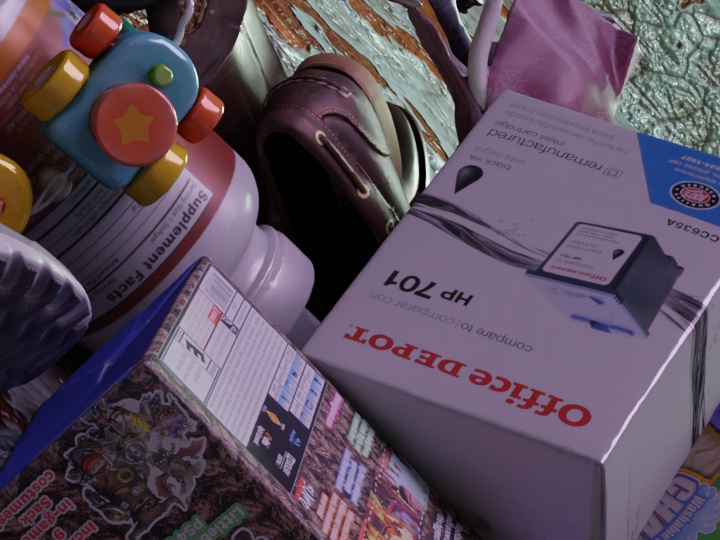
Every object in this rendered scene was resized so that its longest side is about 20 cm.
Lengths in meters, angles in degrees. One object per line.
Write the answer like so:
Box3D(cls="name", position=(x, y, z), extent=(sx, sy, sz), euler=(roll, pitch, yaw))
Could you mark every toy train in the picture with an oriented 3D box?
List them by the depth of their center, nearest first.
Box3D(cls="toy train", position=(-0.149, -0.079, 1.108), extent=(0.056, 0.200, 0.150), euler=(-151, -130, -70))

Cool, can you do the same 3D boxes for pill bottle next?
Box3D(cls="pill bottle", position=(-0.118, -0.035, 1.218), extent=(0.200, 0.112, 0.112), euler=(42, 14, -22))

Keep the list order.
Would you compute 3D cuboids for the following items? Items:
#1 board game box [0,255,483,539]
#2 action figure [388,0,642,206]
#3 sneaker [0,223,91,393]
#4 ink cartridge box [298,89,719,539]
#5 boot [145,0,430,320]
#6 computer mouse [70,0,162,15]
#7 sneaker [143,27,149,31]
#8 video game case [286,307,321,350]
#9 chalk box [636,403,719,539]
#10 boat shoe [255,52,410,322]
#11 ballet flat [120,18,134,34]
Box3D(cls="board game box", position=(-0.036, 0.113, 1.081), extent=(0.200, 0.097, 0.159), euler=(46, 13, -7))
Box3D(cls="action figure", position=(0.077, -0.055, 1.365), extent=(0.149, 0.134, 0.200), euler=(47, 45, -49))
Box3D(cls="sneaker", position=(-0.179, -0.017, 1.048), extent=(0.200, 0.075, 0.082), euler=(32, 22, -47))
Box3D(cls="ink cartridge box", position=(0.082, 0.027, 1.210), extent=(0.146, 0.086, 0.200), euler=(19, 45, 21))
Box3D(cls="boot", position=(-0.037, -0.084, 1.363), extent=(0.186, 0.064, 0.200), euler=(-77, 147, -45))
Box3D(cls="computer mouse", position=(-0.073, -0.160, 1.292), extent=(0.200, 0.034, 0.059), euler=(-21, 106, -43))
Box3D(cls="sneaker", position=(-0.080, -0.093, 1.549), extent=(0.070, 0.090, 0.200), euler=(52, 14, 19))
Box3D(cls="video game case", position=(0.042, 0.114, 1.320), extent=(0.200, 0.024, 0.182), euler=(45, -8, 16))
Box3D(cls="chalk box", position=(0.155, 0.121, 1.276), extent=(0.200, 0.124, 0.124), euler=(45, -10, 41))
Box3D(cls="boat shoe", position=(0.000, 0.000, 1.296), extent=(0.200, 0.070, 0.070), euler=(65, 30, -24))
Box3D(cls="ballet flat", position=(-0.115, -0.061, 1.351), extent=(0.200, 0.072, 0.068), euler=(45, 39, -59))
